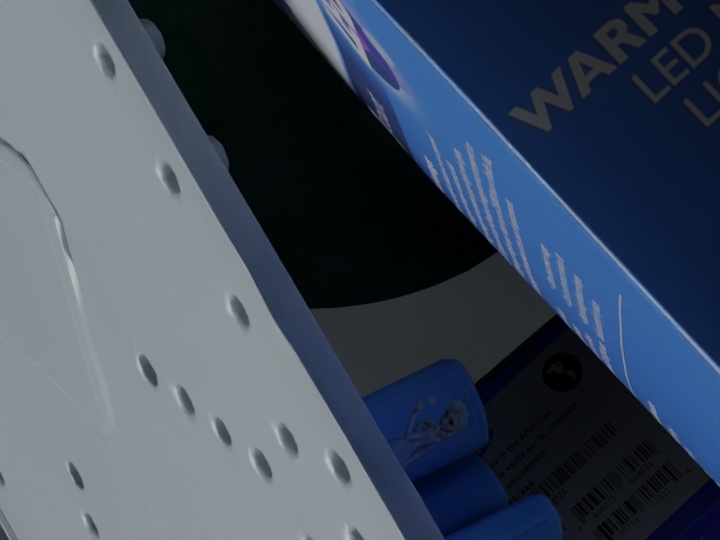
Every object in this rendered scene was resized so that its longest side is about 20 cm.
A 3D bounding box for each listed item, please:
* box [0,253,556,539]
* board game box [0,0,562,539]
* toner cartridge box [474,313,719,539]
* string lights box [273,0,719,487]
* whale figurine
[{"bbox_3d":[-0.073,-0.035,0.736,0.199,0.200,0.171,50,180,-36],"label":"box"},{"bbox_3d":[-0.051,-0.007,0.504,0.200,0.026,0.200,59,158,8],"label":"board game box"},{"bbox_3d":[0.066,0.037,0.554,0.043,0.095,0.200,49,179,15],"label":"toner cartridge box"},{"bbox_3d":[0.060,-0.003,0.361,0.200,0.059,0.103,48,178,13],"label":"string lights box"},{"bbox_3d":[-0.030,-0.065,0.522,0.159,0.104,0.200,48,178,30],"label":"whale figurine"}]
